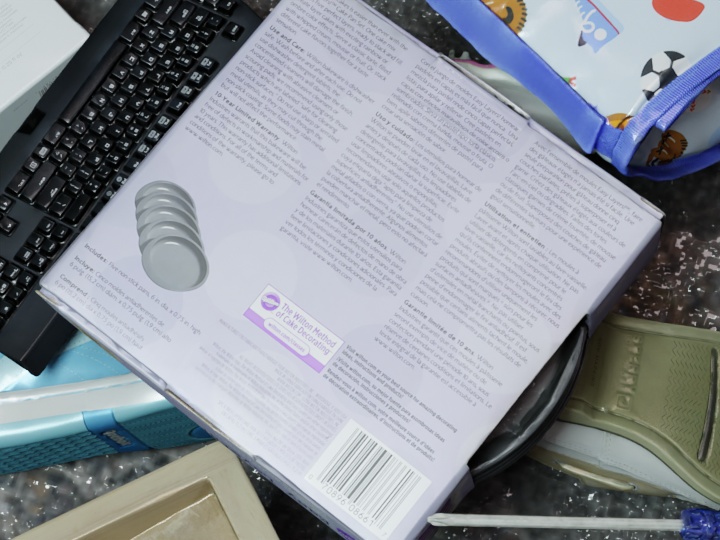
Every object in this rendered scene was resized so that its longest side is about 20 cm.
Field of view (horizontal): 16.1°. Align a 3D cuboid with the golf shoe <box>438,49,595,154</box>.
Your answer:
[{"bbox_3d":[0.016,-0.055,1.171,0.200,0.075,0.092,3,79,14],"label":"golf shoe"}]

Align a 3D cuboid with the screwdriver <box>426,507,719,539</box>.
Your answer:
[{"bbox_3d":[0.119,0.105,1.038,0.200,0.029,0.028,4,90,-30],"label":"screwdriver"}]

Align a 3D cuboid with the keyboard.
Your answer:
[{"bbox_3d":[-0.109,-0.050,1.118,0.104,0.040,0.200,28,72,16],"label":"keyboard"}]

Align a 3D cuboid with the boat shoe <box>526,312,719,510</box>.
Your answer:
[{"bbox_3d":[0.124,0.061,1.117,0.200,0.068,0.075,24,68,-7],"label":"boat shoe"}]

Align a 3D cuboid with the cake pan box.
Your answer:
[{"bbox_3d":[0.000,0.000,1.053,0.200,0.052,0.184,36,81,13],"label":"cake pan box"}]

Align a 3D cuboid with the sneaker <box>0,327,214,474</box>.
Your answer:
[{"bbox_3d":[-0.116,0.015,1.148,0.200,0.080,0.131,-9,72,1],"label":"sneaker"}]

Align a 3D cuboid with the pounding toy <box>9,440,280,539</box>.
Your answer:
[{"bbox_3d":[-0.058,0.196,1.065,0.200,0.142,0.184,-25,56,-7],"label":"pounding toy"}]

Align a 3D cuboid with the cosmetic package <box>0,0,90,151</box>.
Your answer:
[{"bbox_3d":[-0.246,-0.090,1.209,0.200,0.052,0.151,-40,74,-9],"label":"cosmetic package"}]

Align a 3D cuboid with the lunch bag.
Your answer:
[{"bbox_3d":[0.119,-0.133,1.115,0.170,0.124,0.200,45,44,20],"label":"lunch bag"}]
